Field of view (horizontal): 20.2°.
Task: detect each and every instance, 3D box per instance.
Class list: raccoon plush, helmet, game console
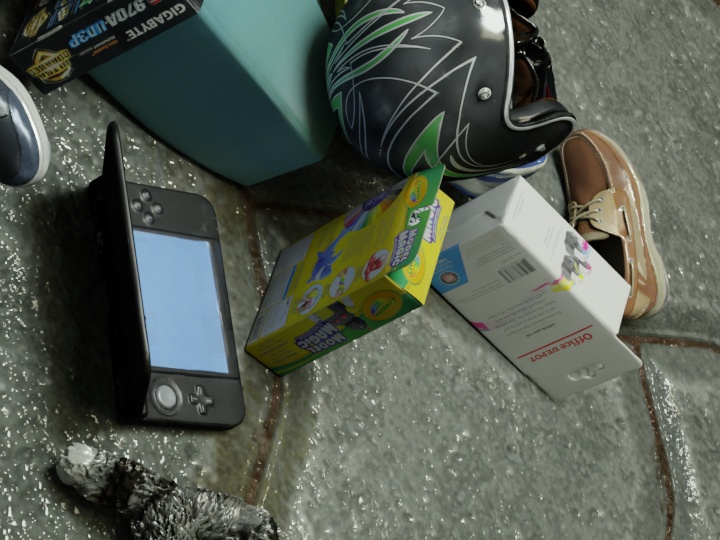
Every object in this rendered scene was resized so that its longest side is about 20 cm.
[{"bbox_3d":[-0.147,0.226,1.462,0.200,0.097,0.134,20,65,-2],"label":"raccoon plush"},{"bbox_3d":[0.067,-0.164,1.623,0.191,0.200,0.200,10,63,-48],"label":"helmet"},{"bbox_3d":[-0.139,0.008,1.532,0.176,0.116,0.200,9,64,-43],"label":"game console"}]

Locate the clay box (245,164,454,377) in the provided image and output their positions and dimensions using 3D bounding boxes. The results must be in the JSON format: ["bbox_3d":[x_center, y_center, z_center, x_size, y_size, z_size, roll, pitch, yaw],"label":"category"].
[{"bbox_3d":[0.000,0.000,1.614,0.048,0.200,0.115,40,46,-24],"label":"clay box"}]

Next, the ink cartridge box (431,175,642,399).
[{"bbox_3d":[0.161,0.019,1.835,0.200,0.115,0.068,44,45,-22],"label":"ink cartridge box"}]

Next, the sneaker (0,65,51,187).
[{"bbox_3d":[-0.321,-0.128,1.436,0.202,0.077,0.146,52,30,2],"label":"sneaker"}]

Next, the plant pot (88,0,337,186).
[{"bbox_3d":[-0.110,-0.175,1.650,0.200,0.141,0.141,50,42,-30],"label":"plant pot"}]

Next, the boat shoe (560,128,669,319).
[{"bbox_3d":[0.241,-0.046,1.985,0.072,0.076,0.200,-11,76,-46],"label":"boat shoe"}]

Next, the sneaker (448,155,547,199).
[{"bbox_3d":[0.079,-0.131,1.779,0.200,0.088,0.075,22,57,-35],"label":"sneaker"}]

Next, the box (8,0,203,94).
[{"bbox_3d":[-0.178,-0.241,1.569,0.046,0.159,0.200,49,33,-30],"label":"box"}]

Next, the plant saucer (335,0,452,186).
[{"bbox_3d":[0.046,-0.170,1.868,0.200,0.048,0.200,20,56,-38],"label":"plant saucer"}]
